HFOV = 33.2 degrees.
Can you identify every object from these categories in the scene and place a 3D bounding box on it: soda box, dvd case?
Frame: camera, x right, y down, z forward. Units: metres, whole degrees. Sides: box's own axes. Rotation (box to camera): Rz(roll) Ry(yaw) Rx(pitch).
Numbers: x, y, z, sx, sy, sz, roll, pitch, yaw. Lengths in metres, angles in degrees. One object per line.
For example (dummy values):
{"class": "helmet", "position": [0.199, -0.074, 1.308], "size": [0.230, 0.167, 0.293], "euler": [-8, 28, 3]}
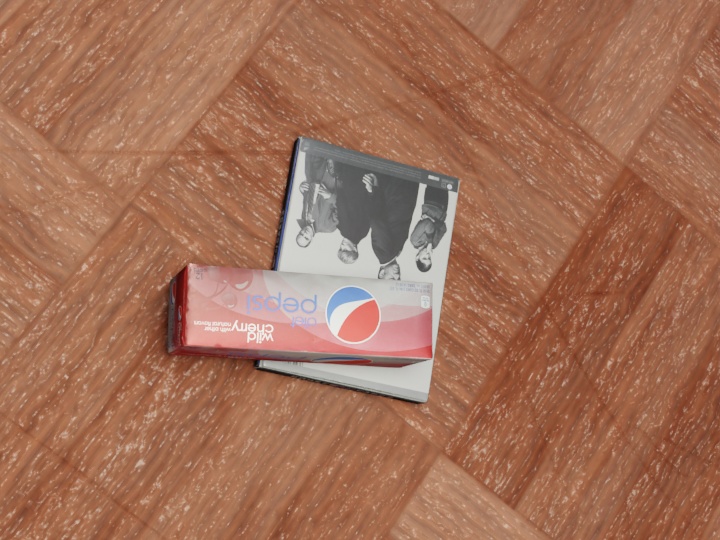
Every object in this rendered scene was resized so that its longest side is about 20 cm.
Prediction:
{"class": "soda box", "position": [-0.046, 0.038, 0.943], "size": [0.200, 0.070, 0.063], "euler": [4, 79, -19]}
{"class": "dvd case", "position": [0.000, 0.000, 1.018], "size": [0.150, 0.025, 0.200], "euler": [14, 76, -17]}
